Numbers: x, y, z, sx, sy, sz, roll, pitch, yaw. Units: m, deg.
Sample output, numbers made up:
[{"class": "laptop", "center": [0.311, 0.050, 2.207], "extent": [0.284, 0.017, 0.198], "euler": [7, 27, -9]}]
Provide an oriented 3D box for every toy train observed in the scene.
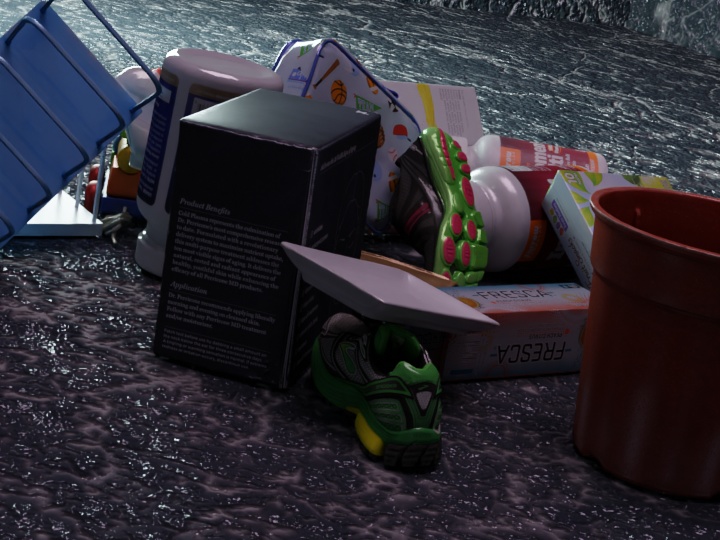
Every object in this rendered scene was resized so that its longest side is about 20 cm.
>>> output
[{"class": "toy train", "center": [-0.236, -0.109, 1.589], "extent": [0.083, 0.117, 0.200], "euler": [7, 17, -9]}]

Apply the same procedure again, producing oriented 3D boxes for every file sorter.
[{"class": "file sorter", "center": [-0.296, -0.137, 1.383], "extent": [0.139, 0.200, 0.122], "euler": [48, -20, -12]}, {"class": "file sorter", "center": [-0.352, -0.124, 1.554], "extent": [0.137, 0.126, 0.199], "euler": [0, 19, -34]}]

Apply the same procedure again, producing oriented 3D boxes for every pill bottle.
[{"class": "pill bottle", "center": [-0.146, -0.096, 1.451], "extent": [0.114, 0.202, 0.116], "euler": [13, 16, -4]}, {"class": "pill bottle", "center": [0.183, -0.099, 1.830], "extent": [0.197, 0.111, 0.110], "euler": [9, 16, -5]}, {"class": "pill bottle", "center": [0.169, -0.056, 1.676], "extent": [0.198, 0.114, 0.113], "euler": [-5, 22, -39]}]

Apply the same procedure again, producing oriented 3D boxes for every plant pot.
[{"class": "plant pot", "center": [0.256, 0.058, 1.211], "extent": [0.198, 0.198, 0.201], "euler": [9, 17, -3]}]

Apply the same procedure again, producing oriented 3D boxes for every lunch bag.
[{"class": "lunch bag", "center": [-0.022, -0.137, 1.601], "extent": [0.075, 0.162, 0.200], "euler": [1, -28, 40]}]

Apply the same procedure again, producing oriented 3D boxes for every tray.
[{"class": "tray", "center": [0.024, 0.020, 1.220], "extent": [0.107, 0.022, 0.199], "euler": [28, 8, 30]}]

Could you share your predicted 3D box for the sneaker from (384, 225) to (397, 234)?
[{"class": "sneaker", "center": [-0.006, -0.065, 1.702], "extent": [0.197, 0.075, 0.087], "euler": [6, 26, 8]}]

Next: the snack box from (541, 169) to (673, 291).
[{"class": "snack box", "center": [0.284, -0.013, 1.575], "extent": [0.140, 0.053, 0.201], "euler": [1, 46, -26]}]

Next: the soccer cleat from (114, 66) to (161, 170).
[{"class": "soccer cleat", "center": [-0.186, -0.108, 1.540], "extent": [0.077, 0.201, 0.069], "euler": [-36, 10, -13]}]

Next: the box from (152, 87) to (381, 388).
[{"class": "box", "center": [-0.074, -0.034, 1.304], "extent": [0.122, 0.199, 0.200], "euler": [14, 16, 12]}]

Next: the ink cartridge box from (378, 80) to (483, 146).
[{"class": "ink cartridge box", "center": [0.033, -0.168, 1.905], "extent": [0.198, 0.085, 0.145], "euler": [-1, -15, -33]}]

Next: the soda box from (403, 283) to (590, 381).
[{"class": "soda box", "center": [0.133, 0.053, 1.381], "extent": [0.198, 0.064, 0.068], "euler": [0, 20, -35]}]

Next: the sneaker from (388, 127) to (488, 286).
[{"class": "sneaker", "center": [0.075, -0.046, 1.566], "extent": [0.076, 0.083, 0.202], "euler": [27, 46, -38]}]

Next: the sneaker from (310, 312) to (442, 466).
[{"class": "sneaker", "center": [0.020, 0.074, 1.204], "extent": [0.077, 0.086, 0.200], "euler": [3, 18, -23]}]

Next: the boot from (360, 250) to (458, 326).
[{"class": "boot", "center": [0.000, 0.000, 1.489], "extent": [0.198, 0.067, 0.175], "euler": [17, 21, 13]}]
